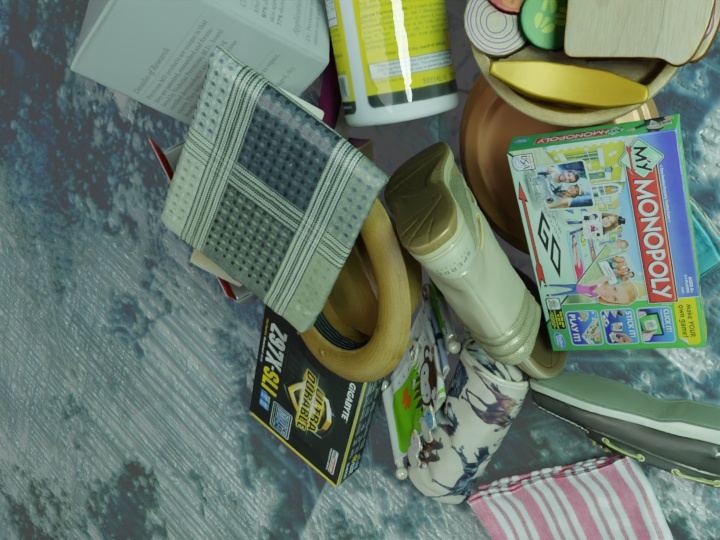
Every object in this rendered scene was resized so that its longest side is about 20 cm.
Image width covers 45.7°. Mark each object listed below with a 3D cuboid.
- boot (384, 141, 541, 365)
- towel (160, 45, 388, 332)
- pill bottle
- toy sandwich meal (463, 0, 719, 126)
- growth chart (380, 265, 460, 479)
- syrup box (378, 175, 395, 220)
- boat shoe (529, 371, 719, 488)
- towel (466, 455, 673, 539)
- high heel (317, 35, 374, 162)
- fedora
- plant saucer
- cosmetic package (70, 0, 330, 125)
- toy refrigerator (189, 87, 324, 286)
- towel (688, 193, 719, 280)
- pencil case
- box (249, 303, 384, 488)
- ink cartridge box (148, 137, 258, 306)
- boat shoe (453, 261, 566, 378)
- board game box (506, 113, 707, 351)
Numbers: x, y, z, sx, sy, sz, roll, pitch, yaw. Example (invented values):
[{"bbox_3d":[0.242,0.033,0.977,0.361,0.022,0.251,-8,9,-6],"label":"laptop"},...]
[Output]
[{"bbox_3d":[0.094,-0.020,0.768,0.072,0.201,0.156,-33,114,13],"label":"boot"},{"bbox_3d":[-0.084,-0.066,0.768,0.191,0.035,0.202,37,128,8],"label":"towel"},{"bbox_3d":[0.024,-0.244,0.796,0.113,0.113,0.205,1,107,40],"label":"pill bottle"},{"bbox_3d":[0.175,-0.206,0.654,0.200,0.070,0.210,1,94,16],"label":"toy sandwich meal"},{"bbox_3d":[0.062,0.111,0.912,0.146,0.017,0.203,-106,29,-51],"label":"growth chart"},{"bbox_3d":[-0.038,-0.035,0.949,0.198,0.081,0.080,-16,96,41],"label":"syrup box"},{"bbox_3d":[0.245,0.143,0.779,0.198,0.071,0.062,13,110,34],"label":"boat shoe"},{"bbox_3d":[0.217,0.271,0.865,0.198,0.030,0.148,-25,95,38],"label":"towel"},{"bbox_3d":[-0.038,-0.193,0.899,0.095,0.067,0.205,11,114,33],"label":"high heel"},{"bbox_3d":[0.000,0.000,0.814,0.198,0.081,0.205,17,113,44],"label":"fedora"},{"bbox_3d":[0.165,-0.104,0.755,0.197,0.037,0.205,17,116,38],"label":"plant saucer"},{"bbox_3d":[-0.150,-0.261,0.841,0.166,0.197,0.171,-34,44,45],"label":"cosmetic package"},{"bbox_3d":[-0.110,-0.082,0.859,0.069,0.077,0.201,26,136,-8],"label":"toy refrigerator"},{"bbox_3d":[0.215,-0.052,0.766,0.202,0.022,0.147,55,132,11],"label":"towel"},{"bbox_3d":[0.110,0.157,0.896,0.090,0.076,0.203,59,140,43],"label":"pencil case"},{"bbox_3d":[-0.056,0.143,1.034,0.159,0.049,0.203,37,135,24],"label":"box"},{"bbox_3d":[-0.175,-0.060,1.014,0.203,0.043,0.174,63,174,3],"label":"ink cartridge box"},{"bbox_3d":[0.125,0.028,0.845,0.201,0.071,0.065,52,139,17],"label":"boat shoe"},{"bbox_3d":[0.208,-0.023,0.711,0.132,0.029,0.203,-4,121,29],"label":"board game box"}]
